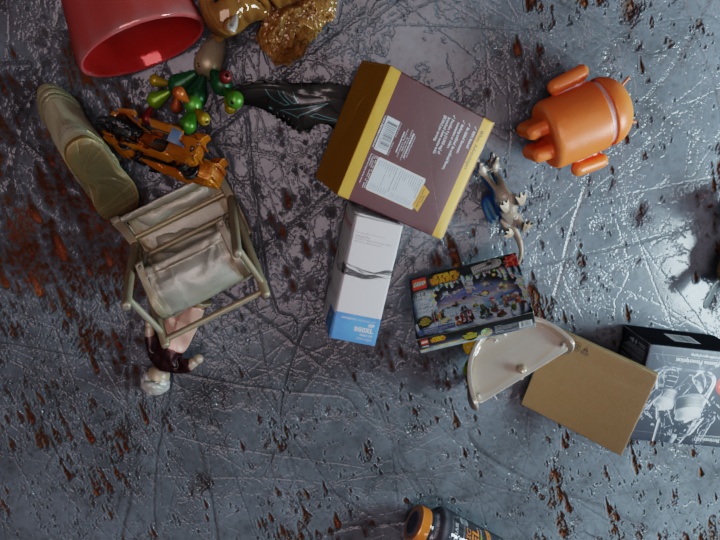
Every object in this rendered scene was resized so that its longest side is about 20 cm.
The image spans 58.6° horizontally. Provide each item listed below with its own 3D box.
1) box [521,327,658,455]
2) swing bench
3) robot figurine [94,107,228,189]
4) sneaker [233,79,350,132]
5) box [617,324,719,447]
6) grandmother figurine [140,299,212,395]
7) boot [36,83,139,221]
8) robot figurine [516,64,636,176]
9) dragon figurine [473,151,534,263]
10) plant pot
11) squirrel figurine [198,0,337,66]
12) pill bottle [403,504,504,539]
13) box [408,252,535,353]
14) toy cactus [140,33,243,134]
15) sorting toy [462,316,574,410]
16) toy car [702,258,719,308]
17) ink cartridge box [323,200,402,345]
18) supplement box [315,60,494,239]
[{"bbox_3d":[0.412,0.217,1.170,0.196,0.021,0.168,25,107,21],"label":"box"},{"bbox_3d":[-0.273,-0.024,1.027,0.195,0.203,0.131,-25,142,1],"label":"swing bench"},{"bbox_3d":[-0.308,-0.190,0.988,0.195,0.145,0.059,21,74,17],"label":"robot figurine"},{"bbox_3d":[-0.111,-0.264,1.030,0.194,0.076,0.082,2,106,-6],"label":"sneaker"},{"bbox_3d":[0.584,0.216,1.201,0.194,0.104,0.188,6,104,-6],"label":"box"},{"bbox_3d":[-0.325,0.131,1.116,0.120,0.060,0.203,33,103,16],"label":"grandmother figurine"},{"bbox_3d":[-0.429,-0.181,1.011,0.072,0.201,0.156,-34,64,-11],"label":"boot"},{"bbox_3d":[0.362,-0.244,1.063,0.195,0.117,0.147,-22,70,0],"label":"robot figurine"},{"bbox_3d":[0.249,-0.107,1.112,0.058,0.100,0.203,-25,124,-1],"label":"dragon figurine"},{"bbox_3d":[-0.347,-0.405,0.922,0.196,0.200,0.181,-23,96,0],"label":"plant pot"},{"bbox_3d":[-0.138,-0.397,0.949,0.188,0.140,0.201,-50,122,-14],"label":"squirrel figurine"},{"bbox_3d":[0.180,0.527,1.234,0.197,0.106,0.108,30,99,-12],"label":"pill bottle"},{"bbox_3d":[0.184,0.053,1.085,0.194,0.139,0.040,-15,133,10],"label":"box"},{"bbox_3d":[-0.256,-0.292,0.990,0.102,0.196,0.169,34,66,-46],"label":"toy cactus"},{"bbox_3d":[0.249,0.163,1.125,0.196,0.181,0.108,-28,66,-8],"label":"sorting toy"},{"bbox_3d":[0.706,0.002,1.148,0.161,0.159,0.203,22,112,-21],"label":"toy car"},{"bbox_3d":[0.000,0.000,1.068,0.082,0.145,0.206,11,103,-10],"label":"ink cartridge box"},{"bbox_3d":[0.066,-0.190,1.013,0.196,0.133,0.202,20,101,-25],"label":"supplement box"}]
